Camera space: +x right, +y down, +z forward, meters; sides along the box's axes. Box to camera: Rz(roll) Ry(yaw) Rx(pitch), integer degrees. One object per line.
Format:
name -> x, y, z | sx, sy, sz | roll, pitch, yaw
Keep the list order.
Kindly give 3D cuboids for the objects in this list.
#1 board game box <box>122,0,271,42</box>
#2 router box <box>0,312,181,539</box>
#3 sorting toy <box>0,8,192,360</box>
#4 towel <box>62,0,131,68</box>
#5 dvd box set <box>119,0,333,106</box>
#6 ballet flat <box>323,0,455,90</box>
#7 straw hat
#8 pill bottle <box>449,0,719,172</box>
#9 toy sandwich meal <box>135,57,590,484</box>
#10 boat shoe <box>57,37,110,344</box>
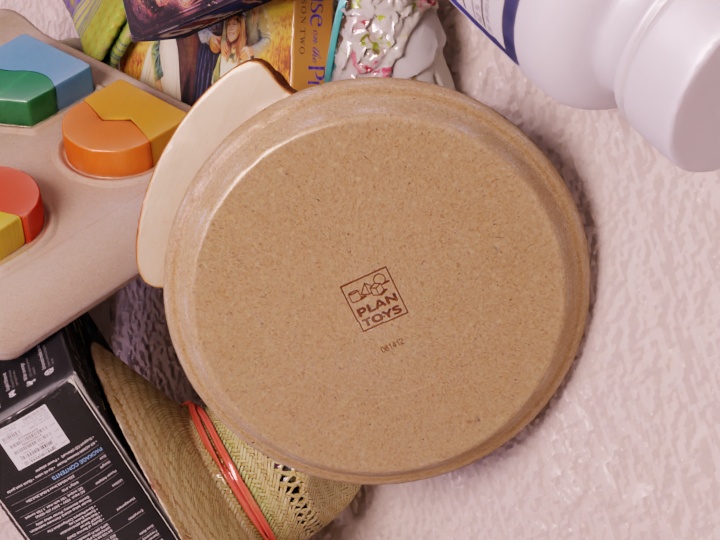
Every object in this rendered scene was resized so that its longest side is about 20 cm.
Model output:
board game box -> -0.081, -0.217, 0.817 | 0.135, 0.035, 0.200 | -12, 93, 52
router box -> -0.142, 0.080, 0.875 | 0.150, 0.062, 0.200 | 60, 177, -27
sorting toy -> -0.173, -0.056, 0.861 | 0.200, 0.185, 0.036 | 31, 139, 29
towel -> -0.152, -0.218, 0.968 | 0.200, 0.023, 0.144 | 61, 138, 35
dvd box set -> -0.071, -0.143, 0.916 | 0.146, 0.029, 0.200 | 11, 100, 45
ballet flat -> 0.008, -0.068, 0.829 | 0.064, 0.076, 0.200 | 22, 116, 9
straw hat -> -0.046, 0.095, 0.858 | 0.085, 0.201, 0.201 | -30, 65, -3
pill bottle -> 0.090, -0.134, 0.693 | 0.200, 0.120, 0.120 | 49, 124, 31
toy sandwich meal -> 0.000, 0.000, 0.785 | 0.070, 0.205, 0.205 | -92, 15, -73
boat shoe -> -0.180, -0.033, 1.006 | 0.060, 0.072, 0.200 | 15, 109, 41
